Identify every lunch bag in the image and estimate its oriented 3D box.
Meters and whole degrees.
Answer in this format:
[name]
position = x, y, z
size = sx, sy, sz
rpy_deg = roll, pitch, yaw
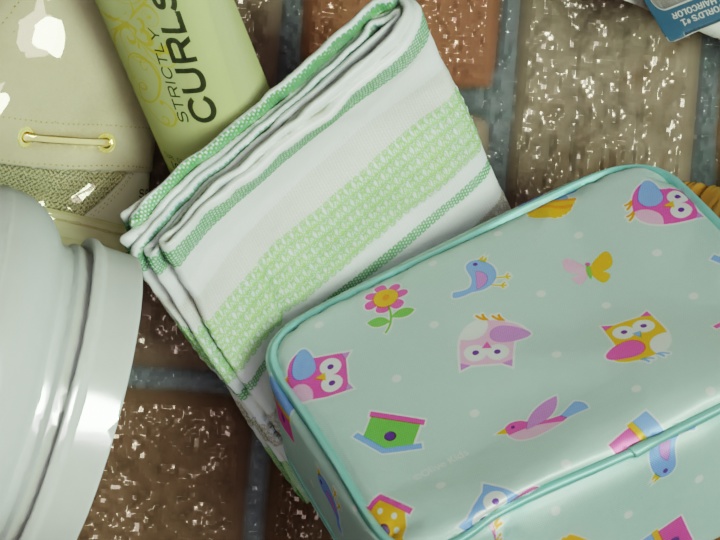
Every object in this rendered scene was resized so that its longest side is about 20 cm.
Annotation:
[lunch bag]
position = 0.072, 0.047, 0.902
size = 0.199, 0.160, 0.077
rpy_deg = -24, 132, -14

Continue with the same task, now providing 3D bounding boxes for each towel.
[towel]
position = 0.000, 0.000, 0.942
size = 0.149, 0.031, 0.200
rpy_deg = -41, 138, -10

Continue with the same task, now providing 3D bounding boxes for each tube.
[tube]
position = -0.068, -0.083, 0.893
size = 0.058, 0.052, 0.201
rpy_deg = -15, 132, 6

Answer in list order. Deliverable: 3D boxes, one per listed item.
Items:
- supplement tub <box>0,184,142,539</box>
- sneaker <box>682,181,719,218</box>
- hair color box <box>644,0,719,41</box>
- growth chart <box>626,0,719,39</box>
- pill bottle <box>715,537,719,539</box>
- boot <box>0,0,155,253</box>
[supplement tub]
position = -0.189, 0.026, 0.821
size = 0.199, 0.144, 0.145
rpy_deg = 16, 89, -15
[sneaker]
position = 0.180, 0.008, 1.000
size = 0.088, 0.199, 0.076
rpy_deg = 40, 53, -55
[hair color box]
position = 0.204, -0.180, 0.978
size = 0.200, 0.100, 0.061
rpy_deg = -40, 103, -33
[growth chart]
position = 0.140, -0.167, 1.006
size = 0.199, 0.018, 0.146
rpy_deg = 21, 73, -30
[pill bottle]
position = 0.210, 0.189, 1.030
size = 0.112, 0.112, 0.201
rpy_deg = -10, 96, -16
[boot]
position = -0.161, -0.097, 0.913
size = 0.199, 0.073, 0.156
rpy_deg = 17, 90, -24
